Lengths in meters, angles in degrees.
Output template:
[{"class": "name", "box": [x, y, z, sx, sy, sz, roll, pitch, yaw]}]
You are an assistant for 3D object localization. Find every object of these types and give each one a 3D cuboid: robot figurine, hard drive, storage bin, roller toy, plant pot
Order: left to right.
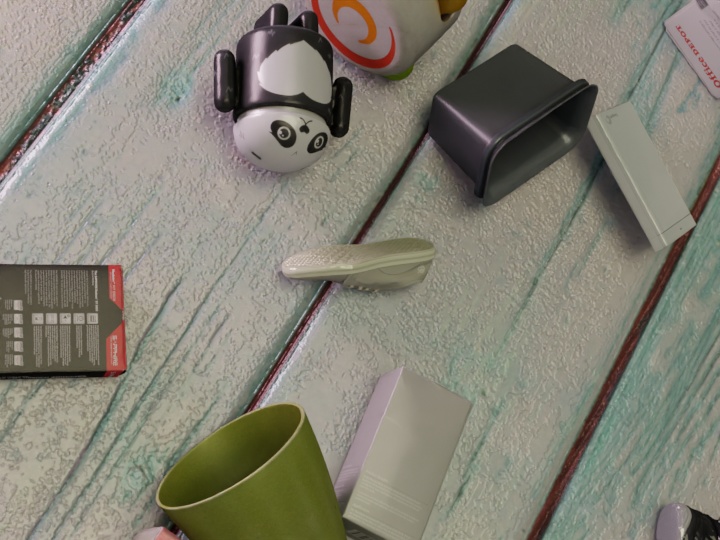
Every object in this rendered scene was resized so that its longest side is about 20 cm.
[{"class": "plant pot", "box": [-0.094, 0.282, 1.317, 0.187, 0.187, 0.201, -37, 107, -24]}, {"class": "robot figurine", "box": [-0.093, -0.221, 1.453, 0.149, 0.125, 0.201, -2, 75, 11]}, {"class": "roller toy", "box": [0.033, -0.356, 1.501, 0.182, 0.200, 0.140, 44, 65, 0]}, {"class": "storage bin", "box": [0.190, -0.197, 1.564, 0.200, 0.146, 0.134, -34, 63, -24]}, {"class": "hard drive", "box": [0.389, -0.133, 1.643, 0.132, 0.027, 0.201, -25, 86, -54]}]

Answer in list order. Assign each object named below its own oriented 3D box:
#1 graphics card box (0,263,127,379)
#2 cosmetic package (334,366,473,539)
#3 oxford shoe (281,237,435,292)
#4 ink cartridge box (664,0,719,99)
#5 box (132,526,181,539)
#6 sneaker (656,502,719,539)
[{"class": "graphics card box", "box": [-0.364, 0.057, 1.322, 0.199, 0.051, 0.126, 0, 77, -22]}, {"class": "cosmetic package", "box": [0.044, 0.227, 1.421, 0.107, 0.090, 0.201, 30, 65, -12]}, {"class": "oxford shoe", "box": [0.000, 0.000, 1.472, 0.199, 0.075, 0.058, -6, 115, -20]}, {"class": "ink cartridge box", "box": [0.555, -0.356, 1.698, 0.084, 0.200, 0.146, -37, 92, -28]}, {"class": "box", "box": [-0.176, 0.377, 1.274, 0.200, 0.128, 0.109, 38, 66, -9]}, {"class": "sneaker", "box": [0.446, 0.405, 1.534, 0.113, 0.075, 0.201, 9, 72, -16]}]
